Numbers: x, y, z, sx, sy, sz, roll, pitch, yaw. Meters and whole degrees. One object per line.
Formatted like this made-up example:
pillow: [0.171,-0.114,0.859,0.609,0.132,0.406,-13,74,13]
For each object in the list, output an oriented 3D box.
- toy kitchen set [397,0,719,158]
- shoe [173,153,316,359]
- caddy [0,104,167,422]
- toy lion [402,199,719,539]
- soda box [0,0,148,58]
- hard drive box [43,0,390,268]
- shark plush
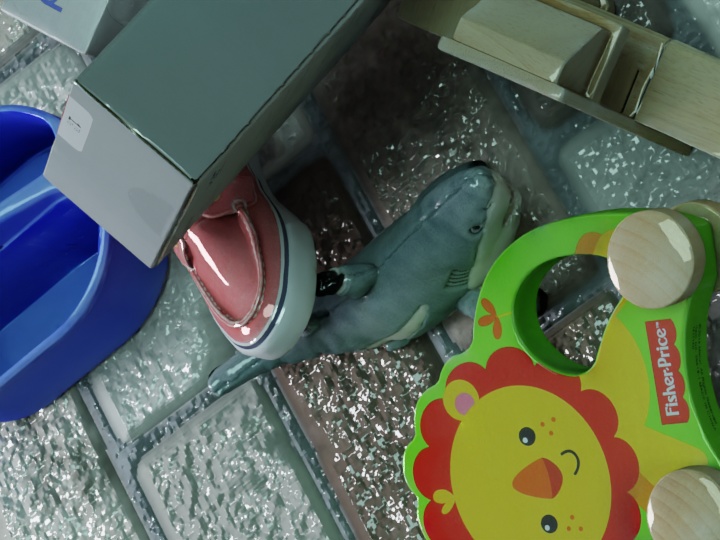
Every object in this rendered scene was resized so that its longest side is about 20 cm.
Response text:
toy kitchen set: [0.127,-0.166,1.438,0.200,0.163,0.181,27,97,28]
shoe: [-0.091,-0.035,1.537,0.072,0.091,0.200,-52,36,24]
caddy: [-0.206,0.000,1.630,0.200,0.105,0.142,-39,67,19]
toy lion: [0.105,0.073,1.469,0.191,0.069,0.201,-7,94,33]
soda box: [-0.119,-0.216,1.634,0.068,0.063,0.200,29,98,28]
hard drive box: [-0.056,-0.113,1.441,0.077,0.156,0.200,40,71,1]
shark plush: [0.000,0.000,1.532,0.200,0.083,0.091,-19,75,25]
